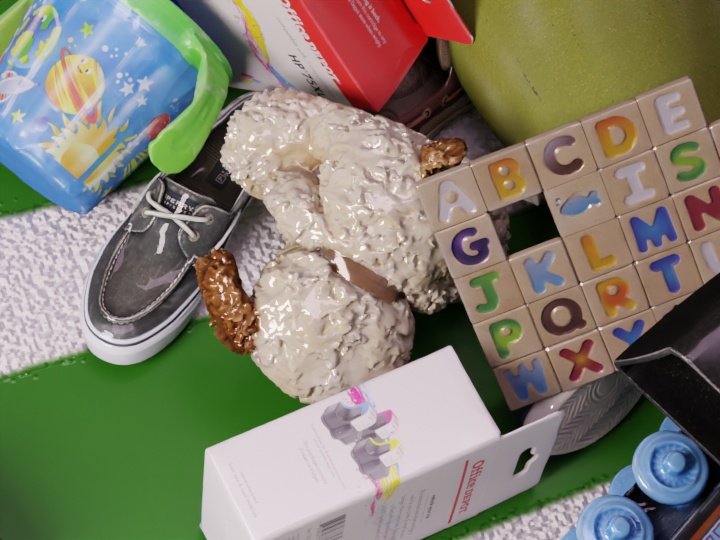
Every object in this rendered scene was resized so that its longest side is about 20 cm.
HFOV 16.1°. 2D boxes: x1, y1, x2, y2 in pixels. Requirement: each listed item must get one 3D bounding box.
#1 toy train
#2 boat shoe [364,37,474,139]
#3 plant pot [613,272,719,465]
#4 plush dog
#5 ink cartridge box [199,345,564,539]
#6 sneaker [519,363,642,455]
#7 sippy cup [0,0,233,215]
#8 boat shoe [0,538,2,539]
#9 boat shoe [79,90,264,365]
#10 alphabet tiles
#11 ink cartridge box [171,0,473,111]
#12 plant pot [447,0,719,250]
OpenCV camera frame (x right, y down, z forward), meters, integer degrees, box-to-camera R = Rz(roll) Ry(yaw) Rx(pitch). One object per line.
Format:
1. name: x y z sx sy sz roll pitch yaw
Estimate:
1. toy train: 0.201 0.149 1.499 0.114 0.087 0.200 40 65 9
2. boat shoe: 0.048 -0.139 1.643 0.072 0.072 0.200 37 65 14
3. plant pot: 0.280 0.049 1.380 0.200 0.200 0.177 42 84 1
4. plush dog: 0.000 0.000 1.509 0.200 0.160 0.172 28 83 -19
5. ink cartridge box: 0.011 0.115 1.479 0.200 0.115 0.068 -22 66 -17
6. sneaker: 0.149 0.027 1.572 0.084 0.075 0.200 30 65 30
7. sippy cup: -0.170 -0.112 1.579 0.140 0.178 0.130 39 79 -13
8. boat shoe: -0.289 0.131 1.479 0.200 0.072 0.076 39 80 23
9. boat shoe: -0.113 -0.035 1.573 0.072 0.071 0.200 26 63 8
10. alphabet tiles: 0.151 -0.018 1.455 0.200 0.167 0.008 -21 30 6
11. ink cartridge box: -0.041 -0.166 1.572 0.200 0.116 0.067 12 60 42
12. plant pot: 0.159 -0.104 1.530 0.187 0.187 0.200 -3 35 -7
